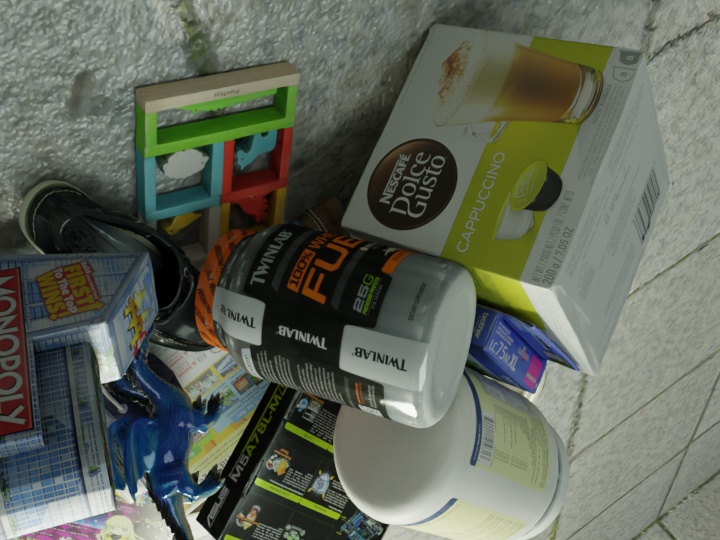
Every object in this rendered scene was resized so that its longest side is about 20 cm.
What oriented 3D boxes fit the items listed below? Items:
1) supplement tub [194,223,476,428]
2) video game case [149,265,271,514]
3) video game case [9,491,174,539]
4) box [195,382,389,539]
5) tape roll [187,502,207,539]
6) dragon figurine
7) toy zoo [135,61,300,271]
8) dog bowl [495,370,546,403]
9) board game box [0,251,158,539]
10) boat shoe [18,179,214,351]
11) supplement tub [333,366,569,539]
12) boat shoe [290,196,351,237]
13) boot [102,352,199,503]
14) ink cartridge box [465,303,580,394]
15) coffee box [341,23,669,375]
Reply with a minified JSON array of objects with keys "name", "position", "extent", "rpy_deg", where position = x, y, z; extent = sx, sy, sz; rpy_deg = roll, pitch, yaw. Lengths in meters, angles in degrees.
[{"name":"supplement tub","position":[-0.020,0.035,0.639],"extent":[0.122,0.196,0.125],"rpy_deg":[13,90,-69]},{"name":"video game case","position":[-0.148,0.111,0.743],"extent":[0.199,0.023,0.183],"rpy_deg":[-38,121,-6]},{"name":"video game case","position":[-0.262,0.227,0.744],"extent":[0.196,0.036,0.184],"rpy_deg":[14,126,-6]},{"name":"box","position":[-0.027,0.180,0.779],"extent":[0.199,0.047,0.196],"rpy_deg":[36,82,-42]},{"name":"tape roll","position":[-0.171,0.192,0.862],"extent":[0.200,0.071,0.205],"rpy_deg":[-26,143,-22]},{"name":"dragon figurine","position":[-0.156,0.138,0.616],"extent":[0.098,0.205,0.058],"rpy_deg":[9,166,-36]},{"name":"toy zoo","position":[-0.118,-0.065,0.681],"extent":[0.129,0.021,0.203],"rpy_deg":[-19,139,-30]},{"name":"dog bowl","position":[0.098,0.115,0.916],"extent":[0.196,0.075,0.203],"rpy_deg":[-10,136,-10]},{"name":"board game box","position":[-0.220,0.062,0.527],"extent":[0.196,0.202,0.062],"rpy_deg":[-12,138,-16]},{"name":"boat shoe","position":[-0.162,0.008,0.630],"extent":[0.075,0.066,0.200],"rpy_deg":[-52,129,-16]},{"name":"supplement tub","position":[0.087,0.164,0.747],"extent":[0.199,0.146,0.146],"rpy_deg":[29,107,-43]},{"name":"boat shoe","position":[0.000,0.000,0.821],"extent":[0.072,0.072,0.200],"rpy_deg":[-43,145,0]},{"name":"boot","position":[-0.212,0.081,0.660],"extent":[0.090,0.072,0.202],"rpy_deg":[-44,112,-26]},{"name":"ink cartridge box","position":[0.084,0.056,0.741],"extent":[0.119,0.197,0.043],"rpy_deg":[39,71,-49]},{"name":"coffee box","position":[0.134,-0.061,0.728],"extent":[0.203,0.195,0.200],"rpy_deg":[-64,147,-12]}]
